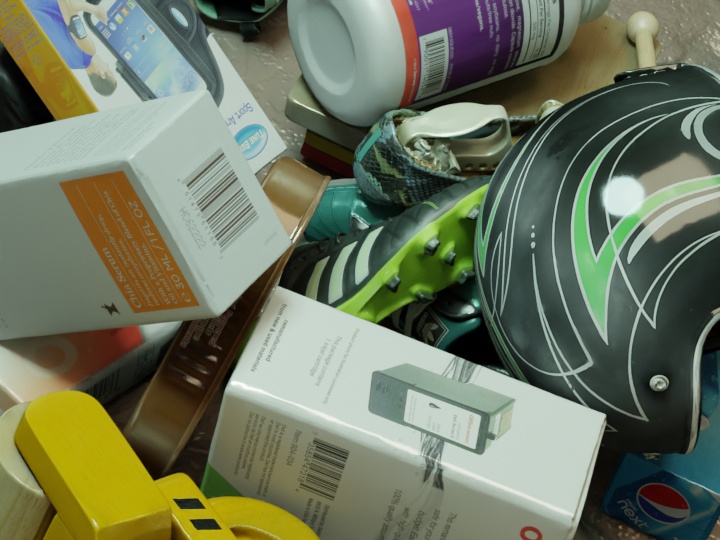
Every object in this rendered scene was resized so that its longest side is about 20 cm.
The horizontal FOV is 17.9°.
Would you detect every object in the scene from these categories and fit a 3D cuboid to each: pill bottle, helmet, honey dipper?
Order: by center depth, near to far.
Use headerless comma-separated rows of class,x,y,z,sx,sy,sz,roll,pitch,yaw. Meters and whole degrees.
helmet,0.157,-0.002,1.295,0.190,0.200,0.200,-37,64,-6
pill bottle,0.060,-0.170,1.448,0.199,0.113,0.113,-21,58,-29
honey dipper,0.188,-0.112,1.464,0.038,0.038,0.200,12,36,-4

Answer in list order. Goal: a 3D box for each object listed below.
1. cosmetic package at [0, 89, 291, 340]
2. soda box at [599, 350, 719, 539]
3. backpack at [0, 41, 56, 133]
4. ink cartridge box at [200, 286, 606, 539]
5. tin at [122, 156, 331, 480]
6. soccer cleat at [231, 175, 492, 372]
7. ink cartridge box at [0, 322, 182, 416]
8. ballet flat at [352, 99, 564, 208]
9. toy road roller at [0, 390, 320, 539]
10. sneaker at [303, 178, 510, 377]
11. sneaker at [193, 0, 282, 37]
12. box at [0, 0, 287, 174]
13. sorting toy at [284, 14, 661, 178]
cosmetic package,-0.144,-0.027,1.243,0.071,0.199,0.102,-45,115,-38
soda box,0.216,0.074,1.408,0.068,0.064,0.200,25,48,7
backpack,-0.205,-0.171,1.466,0.167,0.127,0.200,43,51,6
ink cartridge box,0.019,0.116,1.267,0.199,0.146,0.084,21,47,4
tin,-0.079,0.026,1.304,0.042,0.112,0.201,28,83,1
soccer cleat,0.000,0.000,1.365,0.200,0.068,0.081,-39,54,2
ink cartridge box,-0.202,-0.003,1.376,0.200,0.050,0.162,43,53,17
ballet flat,0.095,-0.073,1.406,0.199,0.074,0.074,-5,52,-20
toy road roller,-0.109,0.159,1.222,0.146,0.123,0.200,-14,55,-43
sneaker,0.046,0.012,1.411,0.199,0.072,0.080,26,45,6
sneaker,-0.024,-0.224,1.546,0.200,0.074,0.119,-16,42,28
box,-0.127,-0.105,1.378,0.200,0.041,0.119,54,44,-7
sorting toy,0.073,-0.111,1.524,0.198,0.070,0.200,25,49,7
